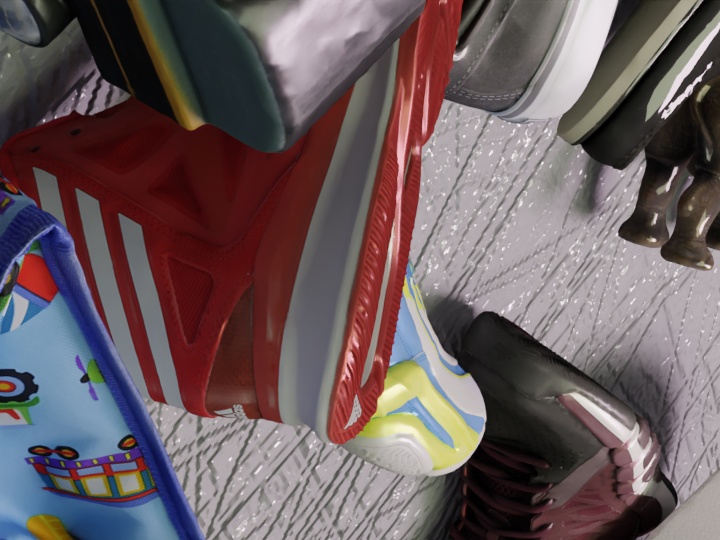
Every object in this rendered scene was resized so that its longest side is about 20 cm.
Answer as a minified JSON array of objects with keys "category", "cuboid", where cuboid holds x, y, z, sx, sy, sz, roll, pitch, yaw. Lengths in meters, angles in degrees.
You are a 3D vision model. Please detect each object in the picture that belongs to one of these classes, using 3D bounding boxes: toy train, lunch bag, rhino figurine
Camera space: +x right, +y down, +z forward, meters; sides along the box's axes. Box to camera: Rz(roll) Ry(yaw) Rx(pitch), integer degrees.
[{"category":"toy train","cuboid":[-0.008,-0.119,0.614,0.200,0.114,0.085,-46,148,-21]},{"category":"lunch bag","cuboid":[-0.107,0.033,0.565,0.094,0.150,0.200,-52,149,-10]},{"category":"rhino figurine","cuboid":[0.168,-0.047,0.993,0.200,0.060,0.088,0,107,-60]}]

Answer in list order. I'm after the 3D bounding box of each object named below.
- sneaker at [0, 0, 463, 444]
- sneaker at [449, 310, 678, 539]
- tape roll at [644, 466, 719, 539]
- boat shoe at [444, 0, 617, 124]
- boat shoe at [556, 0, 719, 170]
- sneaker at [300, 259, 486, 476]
[{"category":"sneaker","cuboid":[-0.037,-0.057,0.663,0.079,0.115,0.201,83,17,-60]},{"category":"sneaker","cuboid":[0.061,0.100,0.955,0.116,0.076,0.200,-51,150,-7]},{"category":"tape roll","cuboid":[0.128,0.142,1.052,0.203,0.037,0.203,-42,168,-11]},{"category":"boat shoe","cuboid":[0.052,-0.145,0.735,0.066,0.070,0.201,6,108,-32]},{"category":"boat shoe","cuboid":[0.149,-0.106,0.890,0.201,0.063,0.074,-47,-171,-21]},{"category":"sneaker","cuboid":[0.000,0.000,0.771,0.105,0.076,0.200,-61,149,3]}]
